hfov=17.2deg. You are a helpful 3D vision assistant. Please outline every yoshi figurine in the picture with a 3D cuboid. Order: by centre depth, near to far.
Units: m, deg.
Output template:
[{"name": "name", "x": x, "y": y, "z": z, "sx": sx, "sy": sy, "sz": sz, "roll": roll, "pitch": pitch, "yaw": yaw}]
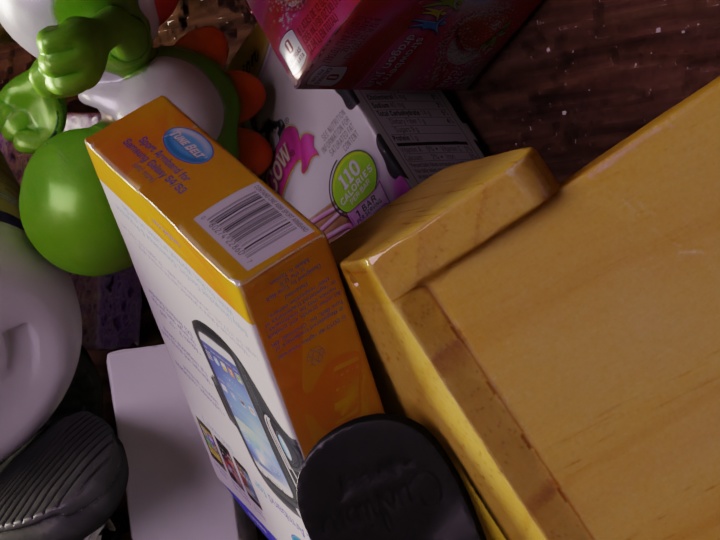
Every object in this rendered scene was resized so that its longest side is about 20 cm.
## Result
[{"name": "yoshi figurine", "x": -0.119, "y": -0.079, "z": 0.940, "sx": 0.111, "sy": 0.113, "sz": 0.201, "roll": -23, "pitch": 108, "yaw": 28}]

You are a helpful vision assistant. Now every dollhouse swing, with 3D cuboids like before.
[{"name": "dollhouse swing", "x": 0.112, "y": 0.032, "z": 0.830, "sx": 0.201, "sy": 0.175, "sz": 0.182, "roll": 56, "pitch": 169, "yaw": -6}]

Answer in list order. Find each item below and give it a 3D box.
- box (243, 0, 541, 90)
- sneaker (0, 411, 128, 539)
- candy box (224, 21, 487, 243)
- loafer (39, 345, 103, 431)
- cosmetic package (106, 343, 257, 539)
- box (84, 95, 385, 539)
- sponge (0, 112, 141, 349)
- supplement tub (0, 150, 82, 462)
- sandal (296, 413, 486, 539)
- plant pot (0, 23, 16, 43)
[{"name": "box", "x": 0.040, "y": -0.166, "z": 0.902, "sx": 0.200, "sy": 0.099, "sz": 0.096, "roll": -49, "pitch": 58, "yaw": 36}, {"name": "sneaker", "x": -0.133, "y": 0.122, "z": 1.029, "sx": 0.089, "sy": 0.074, "sz": 0.200, "roll": 48, "pitch": 150, "yaw": -9}, {"name": "candy box", "x": 0.000, "y": 0.000, "z": 0.981, "sx": 0.137, "sy": 0.061, "sz": 0.201, "roll": -52, "pitch": 56, "yaw": 35}, {"name": "loafer", "x": -0.155, "y": 0.106, "z": 1.145, "sx": 0.072, "sy": 0.072, "sz": 0.201, "roll": -104, "pitch": 24, "yaw": -58}, {"name": "cosmetic package", "x": -0.070, "y": 0.132, "z": 1.035, "sx": 0.050, "sy": 0.083, "sz": 0.202, "roll": -9, "pitch": 87, "yaw": 3}, {"name": "box", "x": -0.032, "y": 0.044, "z": 0.881, "sx": 0.119, "sy": 0.041, "sz": 0.201, "roll": 41, "pitch": 158, "yaw": 46}, {"name": "sponge", "x": -0.180, "y": -0.025, "z": 1.193, "sx": 0.199, "sy": 0.030, "sz": 0.113, "roll": 6, "pitch": 96, "yaw": 47}, {"name": "supplement tub", "x": -0.218, "y": -0.016, "z": 1.033, "sx": 0.146, "sy": 0.145, "sz": 0.200, "roll": -61, "pitch": 42, "yaw": 29}, {"name": "sandal", "x": 0.037, "y": 0.144, "z": 0.816, "sx": 0.075, "sy": 0.045, "sz": 0.201, "roll": -28, "pitch": 101, "yaw": 9}, {"name": "plant pot", "x": -0.166, "y": -0.204, "z": 1.064, "sx": 0.200, "sy": 0.195, "sz": 0.195, "roll": 43, "pitch": 121, "yaw": 26}]
